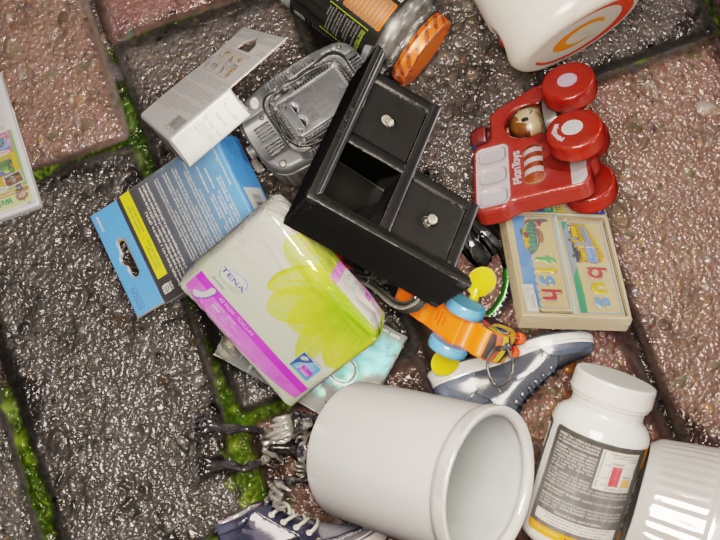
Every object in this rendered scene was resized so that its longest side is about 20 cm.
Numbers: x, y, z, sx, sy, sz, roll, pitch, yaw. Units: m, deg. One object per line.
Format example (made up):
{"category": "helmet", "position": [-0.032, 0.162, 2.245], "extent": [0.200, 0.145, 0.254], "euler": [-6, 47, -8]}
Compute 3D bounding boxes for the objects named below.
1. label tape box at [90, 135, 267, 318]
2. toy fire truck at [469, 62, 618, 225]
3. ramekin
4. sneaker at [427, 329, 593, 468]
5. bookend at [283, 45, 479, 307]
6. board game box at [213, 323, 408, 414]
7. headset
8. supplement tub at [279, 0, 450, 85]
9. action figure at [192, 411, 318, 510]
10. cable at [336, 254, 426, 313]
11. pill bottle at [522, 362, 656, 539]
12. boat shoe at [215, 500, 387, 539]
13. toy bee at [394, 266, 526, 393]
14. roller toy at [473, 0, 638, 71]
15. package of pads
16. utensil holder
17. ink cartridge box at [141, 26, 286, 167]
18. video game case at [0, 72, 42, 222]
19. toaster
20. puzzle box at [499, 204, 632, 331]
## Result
{"category": "label tape box", "position": [-0.208, -0.052, 1.351], "extent": [0.199, 0.063, 0.145], "euler": [-30, 82, 20]}
{"category": "toy fire truck", "position": [0.211, -0.149, 1.340], "extent": [0.166, 0.113, 0.201], "euler": [-11, 47, 15]}
{"category": "ramekin", "position": [0.346, 0.282, 1.250], "extent": [0.093, 0.202, 0.204], "euler": [18, 82, 14]}
{"category": "sneaker", "position": [0.194, 0.160, 1.315], "extent": [0.201, 0.077, 0.147], "euler": [-19, 71, 7]}
{"category": "bookend", "position": [0.050, -0.099, 1.219], "extent": [0.199, 0.092, 0.200], "euler": [29, 67, -11]}
{"category": "board game box", "position": [-0.060, 0.092, 1.356], "extent": [0.199, 0.028, 0.136], "euler": [28, 82, 4]}
{"category": "headset", "position": [0.112, -0.025, 1.341], "extent": [0.122, 0.094, 0.202], "euler": [-21, 93, -4]}
{"category": "supplement tub", "position": [0.005, -0.325, 1.371], "extent": [0.200, 0.123, 0.123], "euler": [39, 83, 5]}
{"category": "action figure", "position": [-0.093, 0.214, 1.296], "extent": [0.198, 0.102, 0.120], "euler": [2, 99, 4]}
{"category": "cable", "position": [0.000, 0.000, 1.314], "extent": [0.097, 0.200, 0.050], "euler": [-48, 129, 3]}
{"category": "pill bottle", "position": [0.261, 0.215, 1.270], "extent": [0.115, 0.116, 0.202], "euler": [17, 100, 2]}
{"category": "boat shoe", "position": [-0.074, 0.304, 1.300], "extent": [0.198, 0.075, 0.094], "euler": [-20, 89, -2]}
{"category": "toy bee", "position": [0.129, 0.076, 1.277], "extent": [0.131, 0.108, 0.201], "euler": [-49, 51, 30]}
{"category": "roller toy", "position": [0.228, -0.340, 1.342], "extent": [0.199, 0.182, 0.141], "euler": [-25, 80, -29]}
{"category": "package of pads", "position": [-0.084, 0.032, 1.266], "extent": [0.154, 0.068, 0.200], "euler": [-38, 101, 22]}
{"category": "utensil holder", "position": [0.064, 0.215, 1.230], "extent": [0.199, 0.169, 0.172], "euler": [8, 79, 41]}
{"category": "ink cartridge box", "position": [-0.168, -0.210, 1.321], "extent": [0.173, 0.200, 0.044], "euler": [-40, 115, -5]}
{"category": "video game case", "position": [-0.516, -0.131, 1.393], "extent": [0.198, 0.022, 0.184], "euler": [-19, 82, -4]}
{"category": "toaster", "position": [-0.049, -0.187, 1.347], "extent": [0.199, 0.129, 0.114], "euler": [-36, 84, -5]}
{"category": "puzzle box", "position": [0.237, -0.018, 1.319], "extent": [0.132, 0.026, 0.201], "euler": [2, 52, -9]}
